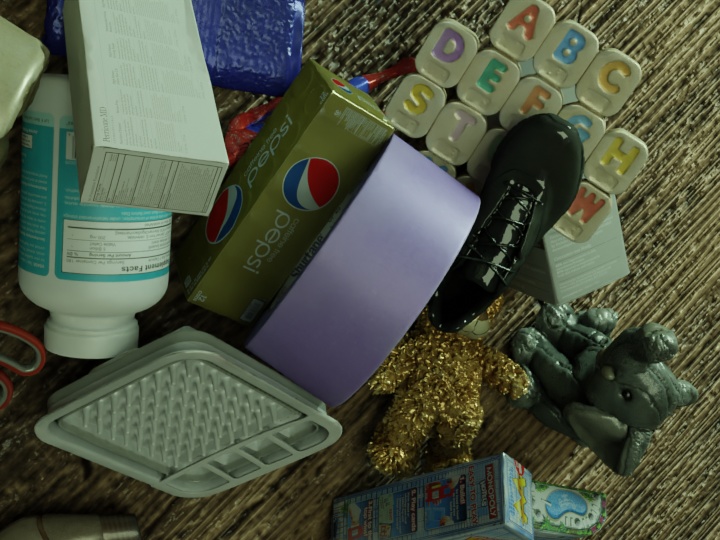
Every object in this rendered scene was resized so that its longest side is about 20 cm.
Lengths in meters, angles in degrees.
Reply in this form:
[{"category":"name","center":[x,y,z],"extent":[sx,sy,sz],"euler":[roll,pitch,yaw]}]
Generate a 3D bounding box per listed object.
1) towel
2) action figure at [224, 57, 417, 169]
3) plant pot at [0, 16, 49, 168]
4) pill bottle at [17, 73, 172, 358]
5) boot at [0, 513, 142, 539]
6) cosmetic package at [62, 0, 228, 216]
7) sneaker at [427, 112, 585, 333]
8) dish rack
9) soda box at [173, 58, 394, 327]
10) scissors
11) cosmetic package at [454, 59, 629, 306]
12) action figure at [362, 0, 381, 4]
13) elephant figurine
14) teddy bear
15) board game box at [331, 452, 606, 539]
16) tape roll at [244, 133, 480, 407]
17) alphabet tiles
[{"category":"towel","center":[-0.135,-0.218,0.831],"extent":[0.199,0.050,0.148],"euler":[7,92,-25]},{"category":"action figure","center":[-0.039,-0.118,0.895],"extent":[0.199,0.052,0.066],"euler":[-23,114,-15]},{"category":"plant pot","center":[-0.303,-0.119,0.673],"extent":[0.183,0.200,0.201],"euler":[26,91,-16]},{"category":"pill bottle","center":[-0.194,-0.040,0.807],"extent":[0.110,0.111,0.201],"euler":[1,102,-24]},{"category":"boot","center":[-0.238,0.285,0.893],"extent":[0.146,0.070,0.201],"euler":[-15,106,-14]},{"category":"cosmetic package","center":[-0.145,-0.123,0.712],"extent":[0.082,0.200,0.051],"euler":[7,134,-25]},{"category":"sneaker","center":[0.112,-0.029,0.857],"extent":[0.076,0.091,0.200],"euler":[27,120,4]},{"category":"dish rack","center":[-0.130,0.109,0.848],"extent":[0.171,0.044,0.200],"euler":[-26,143,23]},{"category":"soda box","center":[-0.063,-0.058,0.849],"extent":[0.064,0.068,0.200],"euler":[27,109,-33]},{"category":"scissors","center":[-0.317,0.043,0.758],"extent":[0.200,0.014,0.073],"euler":[29,100,-32]},{"category":"cosmetic package","center":[0.158,-0.082,0.957],"extent":[0.090,0.107,0.201],"euler":[-24,109,-17]},{"category":"action figure","center":[0.033,-0.312,0.845],"extent":[0.119,0.102,0.201],"euler":[-19,108,-63]},{"category":"elephant figurine","center":[0.230,0.110,0.975],"extent":[0.155,0.200,0.142],"euler":[14,93,-32]},{"category":"teddy bear","center":[0.074,0.098,0.970],"extent":[0.145,0.067,0.200],"euler":[31,92,-3]},{"category":"board game box","center":[0.108,0.219,0.954],"extent":[0.199,0.200,0.062],"euler":[14,61,-26]},{"category":"tape roll","center":[0.000,0.000,0.844],"extent":[0.085,0.200,0.200],"euler":[35,86,-5]},{"category":"alphabet tiles","center":[0.123,-0.109,0.876],"extent":[0.200,0.015,0.196],"euler":[32,114,-2]}]
